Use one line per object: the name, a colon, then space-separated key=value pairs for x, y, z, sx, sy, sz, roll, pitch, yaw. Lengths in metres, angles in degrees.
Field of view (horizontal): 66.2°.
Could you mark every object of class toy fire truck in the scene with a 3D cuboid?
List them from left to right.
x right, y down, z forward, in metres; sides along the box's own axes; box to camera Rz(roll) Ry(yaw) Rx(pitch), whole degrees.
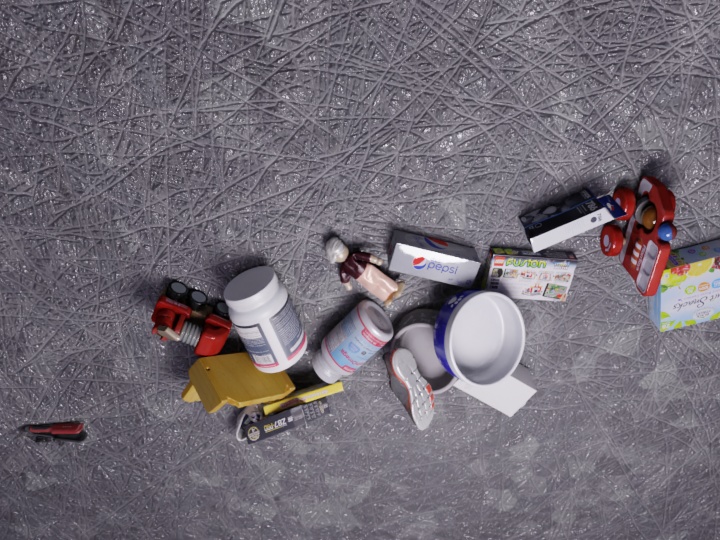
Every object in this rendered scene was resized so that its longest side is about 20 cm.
toy fire truck: x=-0.375 y=0.128 z=1.208 sx=0.172 sy=0.202 sz=0.130 roll=25 pitch=119 yaw=-15
toy fire truck: x=0.585 y=-0.074 z=1.124 sx=0.108 sy=0.170 sz=0.206 roll=2 pitch=121 yaw=-2

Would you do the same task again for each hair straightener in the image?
hair straightener: x=-0.828 y=0.451 z=1.483 sx=0.192 sy=0.041 sz=0.079 roll=-4 pitch=121 yaw=1

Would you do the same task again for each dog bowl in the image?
dog bowl: x=0.156 y=0.197 z=1.296 sx=0.193 sy=0.059 sz=0.208 roll=8 pitch=111 yaw=21
dog bowl: x=0.258 y=0.145 z=1.205 sx=0.193 sy=0.078 sz=0.209 roll=-2 pitch=95 yaw=-22

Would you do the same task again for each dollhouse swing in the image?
dollhouse swing: x=-0.296 y=0.293 z=1.288 sx=0.196 sy=0.182 sz=0.179 roll=1 pitch=127 yaw=-46

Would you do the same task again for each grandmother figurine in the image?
grandmother figurine: x=0.000 y=0.000 z=1.225 sx=0.198 sy=0.061 sz=0.121 roll=38 pitch=115 yaw=-18

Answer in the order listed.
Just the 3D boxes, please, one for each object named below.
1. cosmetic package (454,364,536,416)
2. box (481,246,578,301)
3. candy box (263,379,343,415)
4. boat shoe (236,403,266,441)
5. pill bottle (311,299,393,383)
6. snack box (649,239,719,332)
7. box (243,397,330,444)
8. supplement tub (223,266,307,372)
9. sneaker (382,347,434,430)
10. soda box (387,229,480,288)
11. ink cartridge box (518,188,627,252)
cosmetic package: x=0.323 y=0.263 z=1.367 sx=0.196 sy=0.086 sz=0.108 roll=30 pitch=117 yaw=-18
box: x=0.379 y=0.010 z=1.248 sx=0.192 sy=0.035 sz=0.113 roll=4 pitch=120 yaw=-3
candy box: x=-0.139 y=0.307 z=1.354 sx=0.193 sy=0.102 sz=0.027 roll=-16 pitch=88 yaw=-8
boat shoe: x=-0.263 y=0.363 z=1.426 sx=0.072 sy=0.066 sz=0.203 roll=25 pitch=117 yaw=-14
pill bottle: x=-0.023 y=0.171 z=1.293 sx=0.108 sy=0.110 sz=0.200 roll=36 pitch=114 yaw=-21
snack box: x=0.762 y=0.032 z=1.249 sx=0.193 sy=0.068 sz=0.173 roll=-13 pitch=120 yaw=8
box: x=-0.176 y=0.367 z=1.366 sx=0.157 sy=0.200 sz=0.051 roll=-24 pitch=78 yaw=10
supplement tub: x=-0.211 y=0.111 z=1.235 sx=0.136 sy=0.142 sz=0.205 roll=-15 pitch=120 yaw=8
sneaker: x=0.108 y=0.270 z=1.283 sx=0.081 sy=0.076 sz=0.206 roll=-8 pitch=105 yaw=52
soda box: x=0.159 y=-0.025 z=1.207 sx=0.193 sy=0.064 sz=0.070 roll=12 pitch=120 yaw=-8
ink cartridge box: x=0.433 y=-0.112 z=1.140 sx=0.194 sy=0.101 sz=0.040 roll=-23 pitch=119 yaw=11
